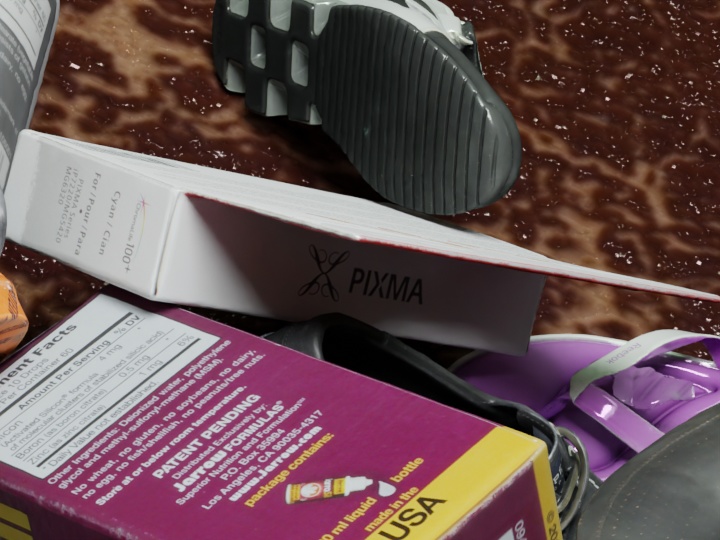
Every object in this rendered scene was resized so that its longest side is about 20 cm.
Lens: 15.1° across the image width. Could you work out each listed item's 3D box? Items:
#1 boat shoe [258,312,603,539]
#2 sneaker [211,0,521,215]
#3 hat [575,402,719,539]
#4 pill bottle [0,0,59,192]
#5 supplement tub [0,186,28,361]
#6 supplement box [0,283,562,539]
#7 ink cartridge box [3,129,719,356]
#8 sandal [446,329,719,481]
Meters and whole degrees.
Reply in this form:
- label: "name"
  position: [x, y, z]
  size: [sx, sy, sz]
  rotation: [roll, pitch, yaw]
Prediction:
- label: "boat shoe"
  position: [0.045, 0.072, 0.970]
  size: [0.200, 0.066, 0.070]
  rotation: [33, 50, -20]
- label: "sneaker"
  position: [0.023, -0.080, 1.107]
  size: [0.088, 0.074, 0.200]
  rotation: [-5, 25, -30]
- label: "hat"
  position: [0.167, 0.118, 0.895]
  size: [0.200, 0.081, 0.201]
  rotation: [-3, 41, 2]
- label: "pill bottle"
  position: [-0.181, -0.083, 1.070]
  size: [0.113, 0.113, 0.200]
  rotation: [11, 48, -3]
- label: "supplement tub"
  position: [-0.197, -0.046, 0.904]
  size: [0.122, 0.123, 0.200]
  rotation: [-23, 78, -29]
- label: "supplement box"
  position: [-0.035, 0.104, 0.882]
  size: [0.200, 0.131, 0.103]
  rotation: [17, 43, 40]
- label: "ink cartridge box"
  position: [0.000, 0.000, 0.974]
  size: [0.176, 0.045, 0.200]
  rotation: [19, 6, 44]
- label: "sandal"
  position: [0.127, 0.053, 1.062]
  size: [0.202, 0.050, 0.083]
  rotation: [6, 49, -7]
